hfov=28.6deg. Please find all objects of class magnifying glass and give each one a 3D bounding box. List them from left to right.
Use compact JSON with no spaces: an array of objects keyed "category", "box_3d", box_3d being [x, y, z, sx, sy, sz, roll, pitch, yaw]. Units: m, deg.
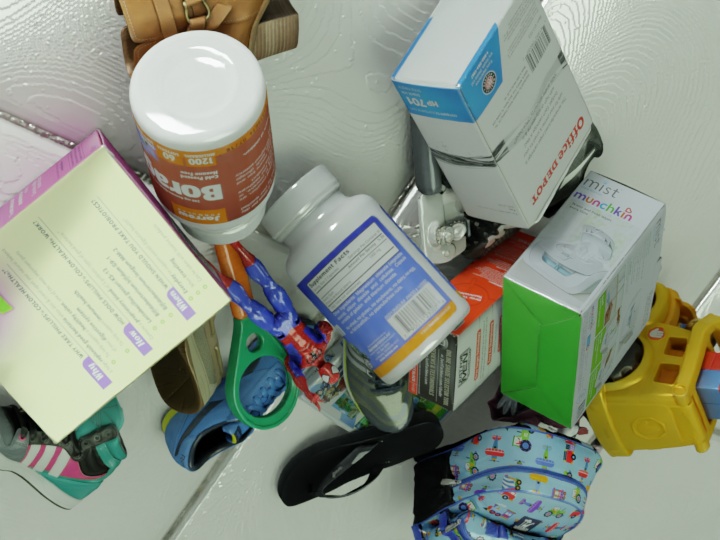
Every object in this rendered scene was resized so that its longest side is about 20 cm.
[{"category":"magnifying glass","box_3d":[-0.110,0.063,1.393,0.079,0.022,0.201,-24,113,-32]}]

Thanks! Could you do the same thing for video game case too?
[{"category":"video game case","box_3d":[0.048,0.112,1.569,0.182,0.022,0.200,-46,134,5]}]

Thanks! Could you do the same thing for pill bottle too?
[{"category":"pill bottle","box_3d":[-0.130,-0.105,1.214,0.112,0.113,0.200,-27,156,-12]},{"category":"pill bottle","box_3d":[0.000,0.000,1.342,0.112,0.112,0.200,-43,88,-2]}]

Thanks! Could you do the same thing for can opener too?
[{"category":"can opener","box_3d":[0.073,-0.099,1.414,0.052,0.066,0.201,-18,120,-22]}]

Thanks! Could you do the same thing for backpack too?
[{"category":"backpack","box_3d":[0.173,0.258,1.602,0.182,0.135,0.200,22,145,-25]}]

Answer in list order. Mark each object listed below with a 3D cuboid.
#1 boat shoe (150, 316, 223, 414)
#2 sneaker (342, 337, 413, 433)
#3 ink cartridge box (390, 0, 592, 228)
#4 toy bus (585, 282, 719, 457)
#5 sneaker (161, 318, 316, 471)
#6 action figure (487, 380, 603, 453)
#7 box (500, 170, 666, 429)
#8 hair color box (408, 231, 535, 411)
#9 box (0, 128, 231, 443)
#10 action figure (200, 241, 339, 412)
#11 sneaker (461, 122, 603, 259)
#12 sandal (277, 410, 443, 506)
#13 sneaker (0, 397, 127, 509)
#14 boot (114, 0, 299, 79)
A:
[{"category":"boat shoe","box_3d":[-0.174,0.040,1.360,0.065,0.072,0.201,-45,133,-48]},{"category":"sneaker","box_3d":[0.016,0.084,1.459,0.073,0.081,0.201,-17,112,-6]},{"category":"ink cartridge box","box_3d":[0.130,-0.161,1.346,0.147,0.086,0.200,-58,139,-24]},{"category":"toy bus","box_3d":[0.365,0.105,1.599,0.136,0.191,0.201,59,43,-35]},{"category":"sneaker","box_3d":[-0.111,0.132,1.450,0.200,0.078,0.066,-38,131,-4]},{"category":"action figure","box_3d":[0.220,0.151,1.671,0.133,0.150,0.200,-7,158,23]},{"category":"box","box_3d":[0.233,0.032,1.480,0.177,0.096,0.201,-49,152,-29]},{"category":"hair color box","box_3d":[0.129,0.048,1.489,0.200,0.061,0.102,-39,141,-43]},{"category":"box","box_3d":[-0.246,0.012,1.228,0.200,0.097,0.176,-40,109,-2]},{"category":"action figure","box_3d":[-0.070,0.054,1.348,0.065,0.099,0.200,-43,125,-4]},{"category":"sneaker","box_3d":[0.185,-0.081,1.484,0.090,0.066,0.200,33,99,-39]},{"category":"sandal","box_3d":[-0.001,0.213,1.573,0.199,0.043,0.076,-24,137,3]},{"category":"sneaker","box_3d":[-0.288,0.147,1.345,0.121,0.084,0.200,-37,141,4]},{"category":"boot","box_3d":[-0.133,-0.254,1.176,0.154,0.077,0.201,-15,135,-17]}]
